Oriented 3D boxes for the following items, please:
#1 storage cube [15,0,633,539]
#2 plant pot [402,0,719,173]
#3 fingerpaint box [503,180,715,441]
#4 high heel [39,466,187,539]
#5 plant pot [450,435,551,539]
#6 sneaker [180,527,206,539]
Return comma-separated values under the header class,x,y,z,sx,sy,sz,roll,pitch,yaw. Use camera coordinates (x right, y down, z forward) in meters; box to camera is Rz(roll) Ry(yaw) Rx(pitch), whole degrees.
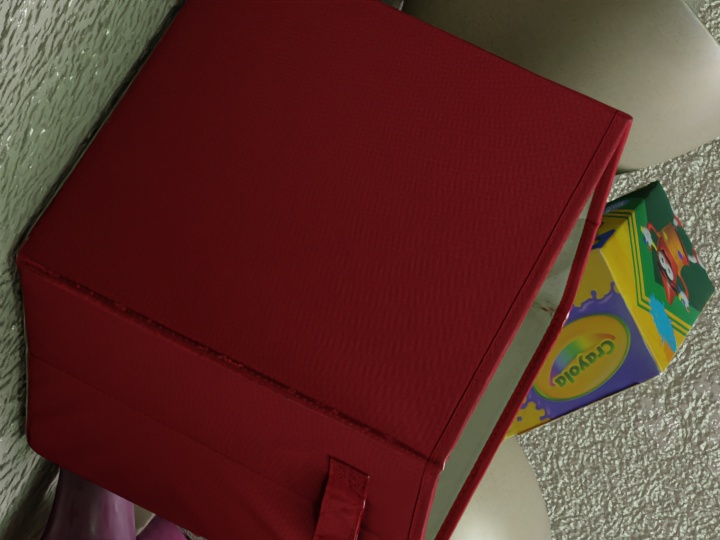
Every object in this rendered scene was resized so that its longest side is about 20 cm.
class,x,y,z,sx,sy,sz,roll,pitch,yaw
storage cube,-0.017,0.007,1.058,0.200,0.179,0.171,-60,170,-27
plant pot,0.098,-0.124,1.381,0.134,0.200,0.200,-38,175,10
fingerpaint box,0.065,0.038,1.336,0.200,0.073,0.167,-25,-175,21
high heel,-0.109,0.146,1.235,0.200,0.067,0.096,41,53,-67
plant pot,0.010,0.124,1.609,0.200,0.200,0.135,-56,145,-44
sneaker,0.012,0.073,1.170,0.201,0.108,0.067,-32,160,-20
